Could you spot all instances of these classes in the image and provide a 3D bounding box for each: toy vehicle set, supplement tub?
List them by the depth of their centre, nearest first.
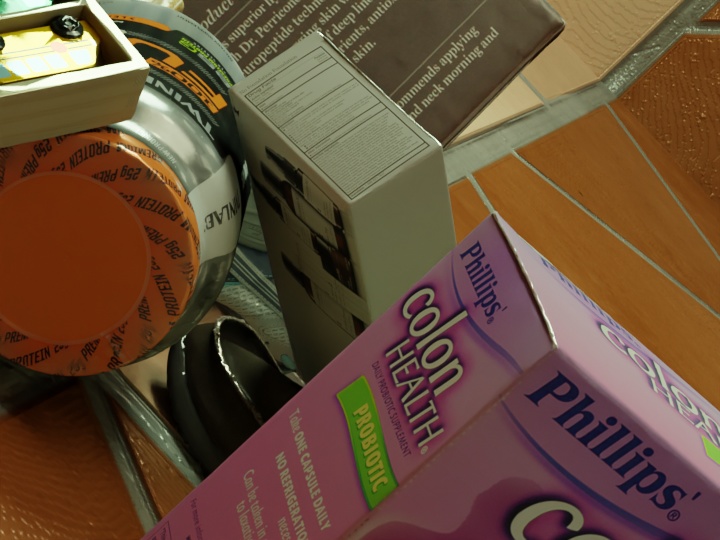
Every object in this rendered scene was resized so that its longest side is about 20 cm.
[{"bbox_3d":[-0.190,-0.086,0.932,0.200,0.027,0.124,-15,52,-39],"label":"toy vehicle set"},{"bbox_3d":[-0.106,-0.034,1.066,0.123,0.123,0.200,44,13,-12],"label":"supplement tub"}]

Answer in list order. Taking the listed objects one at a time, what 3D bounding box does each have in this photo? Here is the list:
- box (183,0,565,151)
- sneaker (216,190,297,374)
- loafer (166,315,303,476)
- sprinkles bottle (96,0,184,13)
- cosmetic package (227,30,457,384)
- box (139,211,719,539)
[{"bbox_3d":[-0.034,-0.124,1.350,0.200,0.166,0.164,46,-15,-2],"label":"box"},{"bbox_3d":[-0.013,0.013,1.227,0.200,0.087,0.078,23,10,-7],"label":"sneaker"},{"bbox_3d":[-0.012,0.088,1.108,0.073,0.071,0.200,27,23,-55],"label":"loafer"},{"bbox_3d":[-0.180,-0.146,1.184,0.200,0.068,0.068,31,14,-1],"label":"sprinkles bottle"},{"bbox_3d":[0.000,0.000,1.082,0.083,0.051,0.200,46,-19,33],"label":"cosmetic package"},{"bbox_3d":[0.043,0.116,0.919,0.176,0.200,0.097,40,14,-27],"label":"box"}]
